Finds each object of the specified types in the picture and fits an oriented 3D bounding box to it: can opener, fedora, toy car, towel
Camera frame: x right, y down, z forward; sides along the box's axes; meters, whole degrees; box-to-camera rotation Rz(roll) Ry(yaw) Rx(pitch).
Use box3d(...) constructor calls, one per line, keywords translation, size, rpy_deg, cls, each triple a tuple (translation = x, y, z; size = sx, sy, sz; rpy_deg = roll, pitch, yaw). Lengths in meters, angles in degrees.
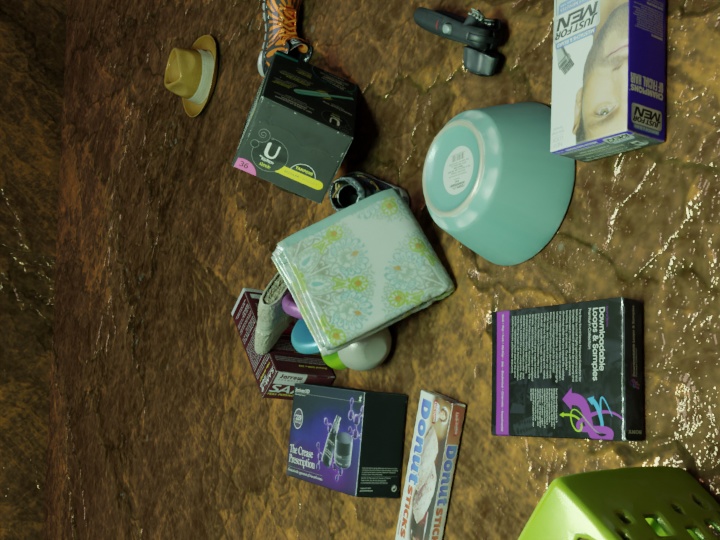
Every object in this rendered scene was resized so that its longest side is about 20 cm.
box3d(translation=(0.124, -0.322, 1.201), size=(0.200, 0.063, 0.079), rpy_deg=(48, 123, 51), cls="can opener")
box3d(translation=(-0.391, -0.445, 2.027), size=(0.200, 0.081, 0.202), rpy_deg=(-18, 68, 55), cls="fedora")
box3d(translation=(-0.038, 0.042, 1.288), size=(0.175, 0.149, 0.202), rpy_deg=(30, 108, 56), cls="toy car")
box3d(translation=(-0.102, 0.026, 1.378), size=(0.200, 0.034, 0.133), rpy_deg=(-57, -14, -39), cls="towel")
box3d(translation=(0.000, 0.000, 1.198), size=(0.172, 0.199, 0.048), rpy_deg=(62, 175, 20), cls="towel")

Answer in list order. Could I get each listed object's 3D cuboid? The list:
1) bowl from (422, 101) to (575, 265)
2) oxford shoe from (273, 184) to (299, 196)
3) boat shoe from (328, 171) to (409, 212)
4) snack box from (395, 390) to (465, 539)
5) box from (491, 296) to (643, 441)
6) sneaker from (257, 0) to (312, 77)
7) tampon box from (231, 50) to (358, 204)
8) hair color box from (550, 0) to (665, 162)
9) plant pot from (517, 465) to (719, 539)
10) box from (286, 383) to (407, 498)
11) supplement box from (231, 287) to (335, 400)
box3d(translation=(0.148, -0.113, 1.075), size=(0.200, 0.104, 0.203), rpy_deg=(-22, 63, 55), cls="bowl")
box3d(translation=(-0.126, -0.228, 1.557), size=(0.073, 0.084, 0.201), rpy_deg=(-38, 50, 50), cls="oxford shoe")
box3d(translation=(-0.016, -0.117, 1.346), size=(0.200, 0.090, 0.071), rpy_deg=(18, 98, 58), cls="boat shoe")
box3d(translation=(0.089, 0.260, 1.151), size=(0.072, 0.024, 0.202), rpy_deg=(13, 94, 59), cls="snack box")
box3d(translation=(0.218, 0.110, 0.974), size=(0.200, 0.036, 0.144), rpy_deg=(-12, 73, 58), cls="box")
box3d(translation=(-0.126, -0.436, 1.628), size=(0.112, 0.077, 0.202), rpy_deg=(29, 117, 52), cls="sneaker")
box3d(translation=(-0.097, -0.225, 1.391), size=(0.201, 0.149, 0.127), rpy_deg=(-86, 22, -57), cls="tampon box")
box3d(translation=(0.263, -0.227, 0.959), size=(0.109, 0.064, 0.202), rpy_deg=(-10, 76, 56), cls="hair color box")
box3d(translation=(0.238, 0.301, 0.754), size=(0.181, 0.199, 0.200), rpy_deg=(45, 119, 46), cls="plant pot")
box3d(translation=(-0.024, 0.238, 1.289), size=(0.199, 0.078, 0.142), rpy_deg=(-6, 75, 57), cls="box")
box3d(translation=(-0.128, 0.119, 1.451), size=(0.061, 0.108, 0.200), rpy_deg=(-61, 36, 27), cls="supplement box")
